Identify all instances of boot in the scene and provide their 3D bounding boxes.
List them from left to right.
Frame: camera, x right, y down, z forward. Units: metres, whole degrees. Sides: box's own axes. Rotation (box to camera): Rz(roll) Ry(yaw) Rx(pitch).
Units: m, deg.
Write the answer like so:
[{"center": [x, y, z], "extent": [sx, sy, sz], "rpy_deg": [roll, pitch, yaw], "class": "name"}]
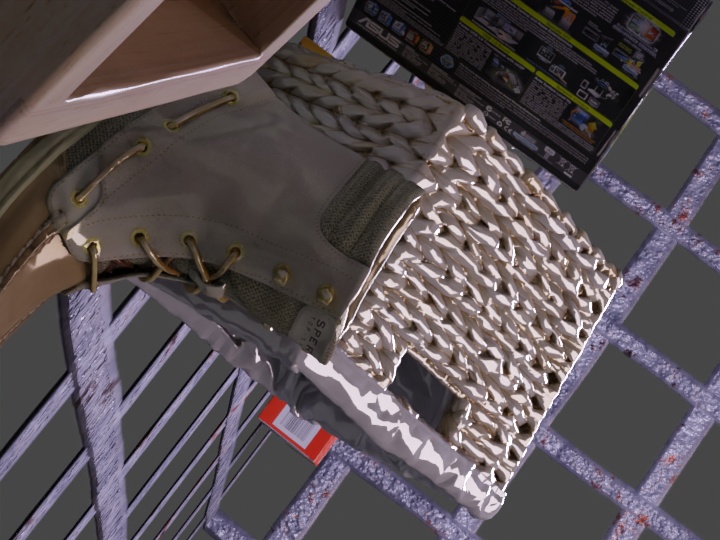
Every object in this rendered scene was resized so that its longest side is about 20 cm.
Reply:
[{"center": [-0.078, -0.004, 0.721], "extent": [0.200, 0.154, 0.072], "rpy_deg": [-52, 175, -25], "class": "boot"}]

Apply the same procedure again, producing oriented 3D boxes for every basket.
[{"center": [0.000, 0.000, 0.909], "extent": [0.198, 0.199, 0.161], "rpy_deg": [42, 77, -42], "class": "basket"}]

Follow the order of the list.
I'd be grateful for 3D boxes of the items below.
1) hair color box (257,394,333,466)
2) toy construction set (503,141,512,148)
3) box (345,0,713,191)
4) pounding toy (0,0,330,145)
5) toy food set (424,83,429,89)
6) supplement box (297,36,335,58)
[{"center": [-0.094, 0.242, 2.548], "extent": [0.064, 0.111, 0.200], "rpy_deg": [-52, 174, -6], "class": "hair color box"}, {"center": [0.171, -0.228, 1.708], "extent": [0.201, 0.131, 0.092], "rpy_deg": [-55, 177, 8], "class": "toy construction set"}, {"center": [0.104, -0.168, 1.081], "extent": [0.044, 0.199, 0.161], "rpy_deg": [-49, 173, -43], "class": "box"}, {"center": [-0.043, -0.146, 0.374], "extent": [0.184, 0.142, 0.200], "rpy_deg": [-40, 178, 20], "class": "pounding toy"}, {"center": [0.131, -0.229, 1.567], "extent": [0.199, 0.049, 0.199], "rpy_deg": [-23, 146, -49], "class": "toy food set"}, {"center": [-0.017, -0.070, 1.132], "extent": [0.109, 0.109, 0.200], "rpy_deg": [-54, 176, 0], "class": "supplement box"}]
